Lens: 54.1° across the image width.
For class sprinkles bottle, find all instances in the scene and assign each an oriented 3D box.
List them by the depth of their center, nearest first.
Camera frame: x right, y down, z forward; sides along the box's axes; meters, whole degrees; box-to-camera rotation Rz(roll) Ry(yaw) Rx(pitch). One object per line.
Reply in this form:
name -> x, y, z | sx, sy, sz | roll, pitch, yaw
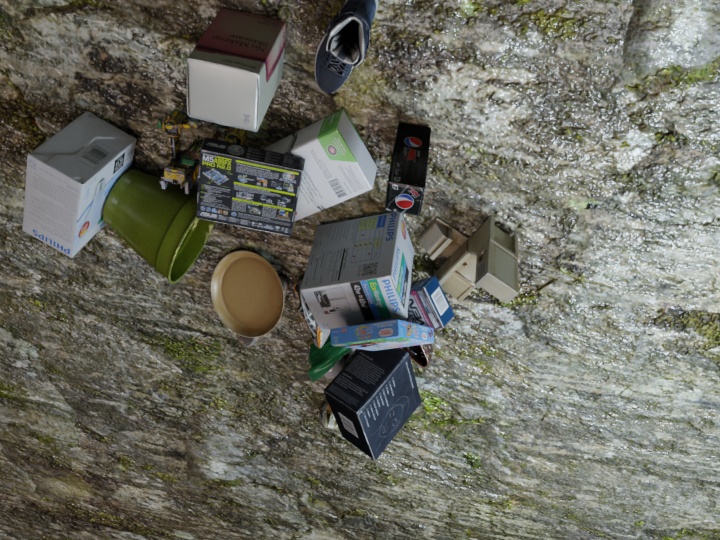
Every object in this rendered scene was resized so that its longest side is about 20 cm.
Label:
sprinkles bottle -> -0.019, 0.293, 1.820 | 0.067, 0.069, 0.200 | -28, 121, 30

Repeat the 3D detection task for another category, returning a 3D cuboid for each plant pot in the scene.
plant pot -> -0.430, -0.111, 1.494 | 0.190, 0.202, 0.202 | 30, 130, 0
plant pot -> -0.259, 0.053, 1.640 | 0.195, 0.027, 0.206 | 5, 102, 22

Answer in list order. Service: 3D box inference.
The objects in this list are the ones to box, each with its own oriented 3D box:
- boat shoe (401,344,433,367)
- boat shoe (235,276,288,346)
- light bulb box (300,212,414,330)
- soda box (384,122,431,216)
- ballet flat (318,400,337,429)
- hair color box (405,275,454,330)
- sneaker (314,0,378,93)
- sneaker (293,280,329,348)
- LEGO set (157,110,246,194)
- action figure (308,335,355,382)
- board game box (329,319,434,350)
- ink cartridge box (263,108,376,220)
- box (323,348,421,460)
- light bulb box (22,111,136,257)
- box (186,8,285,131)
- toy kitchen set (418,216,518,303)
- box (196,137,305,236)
boat shoe -> 0.107, 0.149, 1.673 | 0.070, 0.071, 0.200 | -29, 118, 35
boat shoe -> -0.229, 0.092, 1.693 | 0.076, 0.071, 0.201 | 43, 113, 15
light bulb box -> 0.000, 0.000, 1.472 | 0.194, 0.201, 0.126 | -8, 132, 19
soda box -> 0.089, -0.191, 1.302 | 0.069, 0.203, 0.064 | 10, 133, 2
ballet flat -> -0.073, 0.386, 1.908 | 0.070, 0.073, 0.203 | 19, 131, -6
hair color box -> 0.099, 0.091, 1.555 | 0.197, 0.060, 0.102 | -20, 102, 42
sneaker -> -0.038, -0.369, 1.215 | 0.075, 0.148, 0.204 | 21, 132, -11
sneaker -> -0.110, 0.098, 1.677 | 0.075, 0.079, 0.204 | 11, 129, 19
LEGO set -> -0.320, -0.221, 1.410 | 0.195, 0.117, 0.156 | 17, 131, -5
action figure -> -0.043, 0.184, 1.722 | 0.198, 0.120, 0.054 | -36, 131, 24
board game box -> 0.048, 0.133, 1.433 | 0.148, 0.038, 0.199 | -10, 168, 25
ink cartridge box -> -0.087, -0.204, 1.402 | 0.196, 0.085, 0.147 | -19, 124, 24
box -> 0.034, 0.304, 1.703 | 0.122, 0.196, 0.203 | 26, 147, 36
light bulb box -> -0.572, -0.176, 1.437 | 0.123, 0.200, 0.202 | 28, 131, -1
box -> -0.212, -0.352, 1.224 | 0.124, 0.203, 0.111 | 12, 133, 0
toy kitchen set -> 0.201, 0.001, 1.456 | 0.161, 0.183, 0.200 | 31, 130, -14
box -> -0.215, -0.159, 1.366 | 0.194, 0.045, 0.163 | 10, 130, -6
